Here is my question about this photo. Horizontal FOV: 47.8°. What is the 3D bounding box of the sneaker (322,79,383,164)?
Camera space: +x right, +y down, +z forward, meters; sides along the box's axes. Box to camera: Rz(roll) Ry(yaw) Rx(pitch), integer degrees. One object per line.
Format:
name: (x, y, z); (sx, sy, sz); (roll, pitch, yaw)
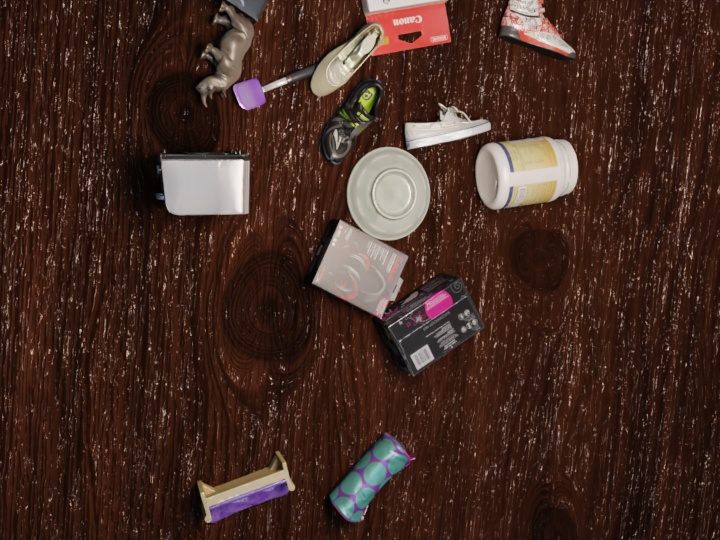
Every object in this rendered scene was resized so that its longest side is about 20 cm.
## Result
sneaker: (-0.016, -0.319, 1.710); (0.070, 0.083, 0.202); (34, 85, -17)

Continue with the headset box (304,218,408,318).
headset box: (0.000, 0.000, 1.748); (0.197, 0.075, 0.151); (27, 86, -18)

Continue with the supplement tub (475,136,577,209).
supplement tub: (0.370, -0.220, 1.811); (0.195, 0.144, 0.149); (-8, 98, -17)

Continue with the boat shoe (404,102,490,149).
boat shoe: (0.188, -0.327, 1.787); (0.197, 0.075, 0.088); (-12, 96, -6)

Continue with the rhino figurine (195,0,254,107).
rhino figurine: (-0.276, -0.425, 1.630); (0.086, 0.060, 0.205); (20, 91, -23)

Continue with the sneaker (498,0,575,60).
sneaker: (0.413, -0.554, 1.835); (0.197, 0.067, 0.111); (14, 93, -16)

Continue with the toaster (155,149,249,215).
toaster: (-0.300, -0.174, 1.584); (0.195, 0.181, 0.122); (-2, 99, -16)

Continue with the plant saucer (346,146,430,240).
plant saucer: (0.068, -0.167, 1.769); (0.195, 0.050, 0.206); (-1, 95, -18)

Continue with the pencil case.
pencil case: (0.024, 0.458, 1.793); (0.092, 0.085, 0.200); (43, 82, 0)

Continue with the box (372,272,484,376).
box: (0.149, 0.116, 1.787); (0.198, 0.115, 0.134); (-32, 105, -11)

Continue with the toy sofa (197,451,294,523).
toy sofa: (-0.240, 0.468, 1.710); (0.195, 0.083, 0.100); (-17, 99, -16)

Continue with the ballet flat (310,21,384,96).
ballet flat: (-0.024, -0.440, 1.690); (0.069, 0.069, 0.200); (44, 90, -16)

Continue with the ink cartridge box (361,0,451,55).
ink cartridge box: (0.102, -0.571, 1.746); (0.195, 0.045, 0.181); (-14, 98, -16)

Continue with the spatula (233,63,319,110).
spatula: (-0.168, -0.389, 1.687); (0.196, 0.020, 0.058); (-24, 101, -15)

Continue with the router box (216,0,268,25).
router box: (-0.256, -0.618, 1.622); (0.198, 0.052, 0.160); (31, 85, -18)
